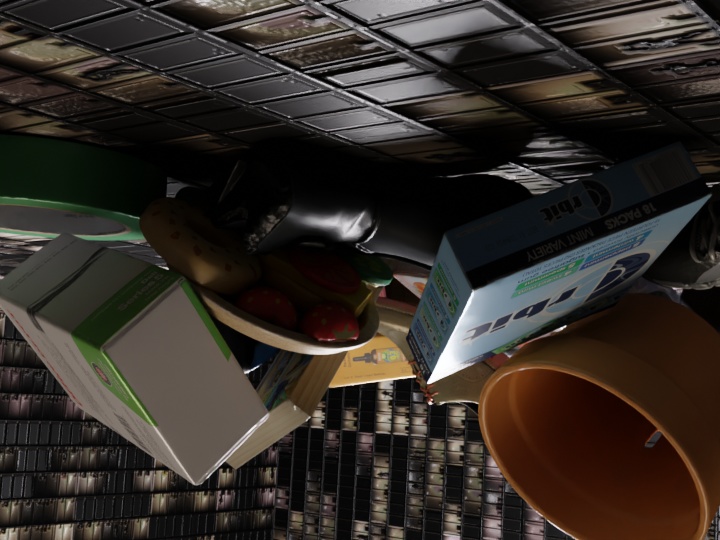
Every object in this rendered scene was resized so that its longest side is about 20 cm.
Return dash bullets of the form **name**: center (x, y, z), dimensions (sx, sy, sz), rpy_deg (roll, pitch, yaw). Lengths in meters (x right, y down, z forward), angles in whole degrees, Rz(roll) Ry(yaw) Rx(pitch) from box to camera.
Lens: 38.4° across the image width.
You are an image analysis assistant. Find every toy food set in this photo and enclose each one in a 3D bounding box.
- **toy food set**: center (-0.070, -0.006, 0.820), dimensions (0.199, 0.049, 0.198), rpy_deg (30, -159, 4)

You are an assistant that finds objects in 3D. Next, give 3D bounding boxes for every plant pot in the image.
- **plant pot**: center (0.214, 0.113, 0.839), dimensions (0.199, 0.201, 0.140), rpy_deg (-5, -150, 49)

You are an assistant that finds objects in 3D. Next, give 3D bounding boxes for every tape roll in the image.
- **tape roll**: center (-0.255, -0.062, 0.825), dimensions (0.199, 0.049, 0.200), rpy_deg (3, 172, 0)

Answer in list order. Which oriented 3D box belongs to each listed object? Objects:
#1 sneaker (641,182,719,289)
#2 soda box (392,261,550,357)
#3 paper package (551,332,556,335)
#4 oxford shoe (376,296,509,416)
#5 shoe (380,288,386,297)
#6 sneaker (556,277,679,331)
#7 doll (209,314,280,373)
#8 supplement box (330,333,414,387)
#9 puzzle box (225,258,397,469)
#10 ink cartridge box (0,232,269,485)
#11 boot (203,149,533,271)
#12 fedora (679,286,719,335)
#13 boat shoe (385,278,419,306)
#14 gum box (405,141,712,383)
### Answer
- **sneaker**: center (0.263, -0.042, 0.697), dimensions (0.199, 0.076, 0.115), rpy_deg (-13, 160, 32)
- **soda box**: center (0.115, 0.020, 0.984), dimensions (0.063, 0.069, 0.200), rpy_deg (7, 159, 39)
- **paper package**: center (0.283, 0.053, 1.290), dimensions (0.189, 0.104, 0.200), rpy_deg (0, 173, 23)
- **oxford shoe**: center (0.074, 0.089, 1.000), dimensions (0.199, 0.075, 0.070), rpy_deg (29, 170, -8)
- **shoe**: center (0.000, 0.000, 1.026), dimensions (0.071, 0.092, 0.200), rpy_deg (2, 173, 8)
- **sneaker**: center (0.223, 0.033, 0.980), dimensions (0.199, 0.079, 0.099), rpy_deg (21, 171, -31)
- **doll**: center (-0.116, 0.039, 0.933), dimensions (0.135, 0.202, 0.048), rpy_deg (6, -172, -27)
- **supplement box**: center (0.054, 0.075, 1.133), dimensions (0.198, 0.067, 0.069), rpy_deg (-8, -149, -2)
- **puzzle box**: center (-0.045, 0.074, 0.916), dimensions (0.025, 0.200, 0.133), rpy_deg (39, 136, -9)
- **ink cartridge box**: center (-0.184, 0.063, 0.813), dimensions (0.199, 0.084, 0.146), rpy_deg (17, 142, 48)
- **boot**: center (0.003, -0.041, 0.750), dimensions (0.199, 0.077, 0.167), rpy_deg (5, 180, 44)
- **fedora**: center (0.349, 0.036, 0.919), dimensions (0.200, 0.202, 0.091), rpy_deg (9, -171, -40)
- **boat shoe**: center (0.095, 0.007, 1.123), dimensions (0.198, 0.072, 0.064), rpy_deg (-1, 171, 22)
- **gum box**: center (0.125, 0.002, 0.715), dimensions (0.169, 0.045, 0.200), rpy_deg (-22, 160, -12)
